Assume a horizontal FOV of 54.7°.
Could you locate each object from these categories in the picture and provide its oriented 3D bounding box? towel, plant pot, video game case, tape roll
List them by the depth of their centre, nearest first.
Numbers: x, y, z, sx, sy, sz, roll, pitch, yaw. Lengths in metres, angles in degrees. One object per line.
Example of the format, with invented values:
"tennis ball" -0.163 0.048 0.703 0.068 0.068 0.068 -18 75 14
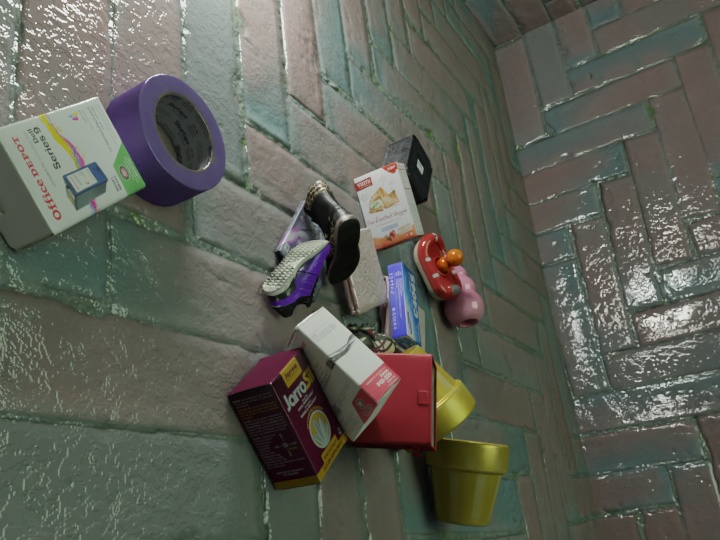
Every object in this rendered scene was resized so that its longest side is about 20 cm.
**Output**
"tape roll" -0.322 -0.215 1.163 0.200 0.084 0.202 41 39 -45
"video game case" -0.115 -0.045 1.523 0.144 0.019 0.201 57 31 -27
"plant pot" 0.136 0.287 1.622 0.190 0.200 0.201 55 28 0
"towel" 0.000 0.000 1.661 0.200 0.032 0.193 -18 93 -67
"plant pot" 0.254 0.512 1.693 0.200 0.199 0.191 25 68 -55
"towel" 0.111 0.141 1.822 0.200 0.032 0.193 43 39 -43

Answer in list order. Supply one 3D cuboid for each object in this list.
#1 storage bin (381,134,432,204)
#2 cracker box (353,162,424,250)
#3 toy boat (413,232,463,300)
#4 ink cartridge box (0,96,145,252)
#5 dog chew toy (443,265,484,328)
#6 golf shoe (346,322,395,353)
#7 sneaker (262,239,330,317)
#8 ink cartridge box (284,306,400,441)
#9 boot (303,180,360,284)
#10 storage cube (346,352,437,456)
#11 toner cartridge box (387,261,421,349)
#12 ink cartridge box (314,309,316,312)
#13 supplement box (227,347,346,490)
"storage bin" 0.139 -0.291 2.072 0.136 0.093 0.201 54 33 -31
"cracker box" 0.074 -0.166 1.826 0.058 0.133 0.202 -6 78 -62
"toy boat" 0.247 -0.021 2.037 0.130 0.130 0.202 -10 71 -51
"ink cartridge box" -0.410 -0.135 0.945 0.147 0.087 0.200 65 29 -15
"dog chew toy" 0.306 0.073 2.146 0.124 0.124 0.202 32 39 -52
"golf shoe" 0.020 0.181 1.581 0.200 0.076 0.089 36 55 -58
"sneaker" -0.119 0.020 1.409 0.200 0.069 0.100 -49 128 -41
"ink cartridge box" -0.043 0.189 1.276 0.200 0.146 0.085 40 47 12
"boot" -0.065 -0.082 1.512 0.151 0.073 0.201 54 -26 33
"storage cube" 0.063 0.271 1.413 0.171 0.177 0.202 62 30 -70
"toner cartridge box" 0.111 0.089 1.764 0.095 0.043 0.202 40 41 -54
"ink cartridge box" -0.065 0.184 1.441 0.109 0.050 0.201 50 35 -37
"supplement box" -0.124 0.260 1.225 0.202 0.102 0.131 64 29 -13
